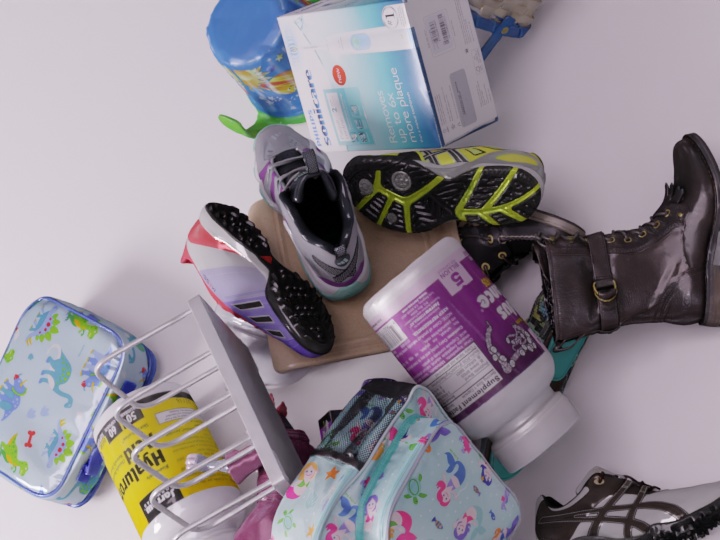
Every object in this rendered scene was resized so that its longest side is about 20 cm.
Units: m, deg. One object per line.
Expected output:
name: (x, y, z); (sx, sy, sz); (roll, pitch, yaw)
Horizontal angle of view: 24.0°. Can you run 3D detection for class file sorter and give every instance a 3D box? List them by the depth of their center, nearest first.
file sorter: (-0.138, 0.156, 1.544); (0.124, 0.139, 0.201); (-30, 62, 3)

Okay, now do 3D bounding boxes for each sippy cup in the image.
sippy cup: (-0.091, -0.238, 1.778); (0.139, 0.130, 0.179); (-15, 70, 23)

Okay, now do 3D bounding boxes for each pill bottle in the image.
pill bottle: (0.103, 0.078, 1.511); (0.112, 0.112, 0.200); (-40, 88, 11)
pill bottle: (-0.183, 0.222, 1.705); (0.111, 0.111, 0.201); (-38, 63, 13)

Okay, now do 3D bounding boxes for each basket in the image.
basket: (0.095, -0.293, 1.697); (0.177, 0.139, 0.200); (53, 121, 28)

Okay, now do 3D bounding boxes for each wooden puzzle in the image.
wooden puzzle: (0.000, 0.000, 1.624); (0.199, 0.037, 0.186); (-13, 62, 1)

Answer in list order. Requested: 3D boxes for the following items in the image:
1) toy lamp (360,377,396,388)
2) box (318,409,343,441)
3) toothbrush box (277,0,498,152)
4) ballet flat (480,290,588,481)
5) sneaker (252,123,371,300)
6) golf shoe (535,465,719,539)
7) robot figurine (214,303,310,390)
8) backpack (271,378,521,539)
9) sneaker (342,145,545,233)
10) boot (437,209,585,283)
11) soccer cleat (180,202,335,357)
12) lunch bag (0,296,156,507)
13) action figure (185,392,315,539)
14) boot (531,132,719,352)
toy lamp: (0.018, 0.206, 1.640); (0.058, 0.058, 0.202); (-5, 74, 26)
box: (0.047, 0.225, 1.580); (0.036, 0.142, 0.201); (134, 129, -60)
toothbrush box: (0.025, -0.199, 1.661); (0.199, 0.085, 0.147); (5, 115, 51)
ballet flat: (0.159, 0.103, 1.601); (0.074, 0.074, 0.201); (28, 88, 30)
sneaker: (-0.049, -0.083, 1.571); (0.077, 0.140, 0.201); (-27, 64, -8)
golf shoe: (0.242, 0.210, 1.513); (0.199, 0.078, 0.095); (-23, 66, 18)
robot figurine: (-0.085, 0.033, 1.707); (0.169, 0.112, 0.201); (7, 76, 67)
backpack: (0.028, 0.217, 1.462); (0.200, 0.178, 0.150); (-48, 30, -19)
sneaker: (0.081, -0.081, 1.605); (0.199, 0.076, 0.076); (6, 117, 19)
boot: (0.115, 0.012, 1.635); (0.199, 0.073, 0.152); (6, 78, 32)
soccer cleat: (-0.097, 0.022, 1.583); (0.200, 0.068, 0.073); (48, 116, 29)
lunch bag: (-0.318, 0.143, 1.813); (0.160, 0.082, 0.201); (23, 87, 31)
action figure: (-0.077, 0.214, 1.614); (0.149, 0.133, 0.202); (-23, 66, 53)
boot: (0.243, -0.028, 1.547); (0.173, 0.069, 0.202); (-2, 75, -1)
